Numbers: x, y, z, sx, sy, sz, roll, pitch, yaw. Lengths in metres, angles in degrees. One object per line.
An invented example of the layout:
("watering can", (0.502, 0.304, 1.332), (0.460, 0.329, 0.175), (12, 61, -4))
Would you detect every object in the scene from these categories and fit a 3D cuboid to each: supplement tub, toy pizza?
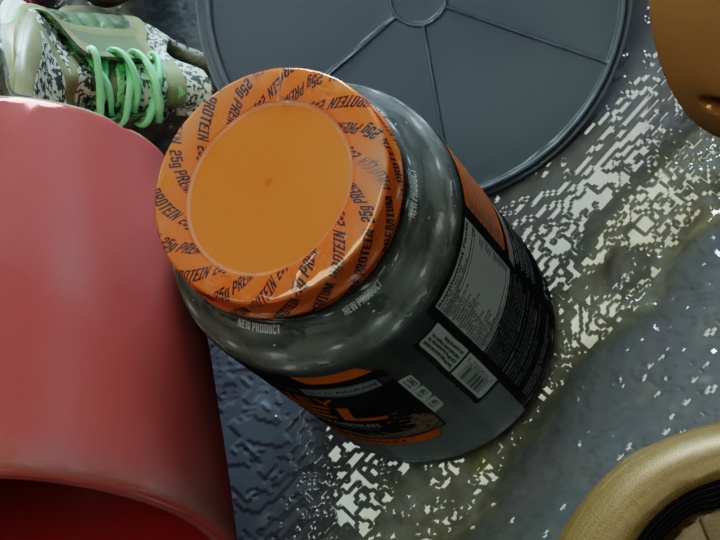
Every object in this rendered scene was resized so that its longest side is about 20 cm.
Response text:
("supplement tub", (0.000, 0.000, 0.816), (0.122, 0.200, 0.123), (-8, 68, 19))
("toy pizza", (0.024, -0.127, 0.893), (0.200, 0.032, 0.201), (-1, 107, -5))

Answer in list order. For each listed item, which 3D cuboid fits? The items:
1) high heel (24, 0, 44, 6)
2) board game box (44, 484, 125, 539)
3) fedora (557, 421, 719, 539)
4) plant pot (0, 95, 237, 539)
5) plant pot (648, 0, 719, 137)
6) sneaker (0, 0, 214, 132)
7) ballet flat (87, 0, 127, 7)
("high heel", (-0.189, -0.119, 0.995), (0.067, 0.096, 0.200), (1, 71, 22))
("board game box", (-0.204, 0.119, 0.935), (0.200, 0.057, 0.165), (33, 87, 28))
("fedora", (0.162, 0.156, 0.754), (0.200, 0.082, 0.201), (-8, 60, 14))
("plant pot", (-0.149, 0.038, 0.812), (0.200, 0.200, 0.178), (-11, 62, 18))
("plant pot", (0.210, -0.120, 0.795), (0.140, 0.200, 0.200), (6, 72, 40))
("sneaker", (-0.116, -0.091, 0.916), (0.088, 0.200, 0.077), (2, 104, 8))
("ballet flat", (-0.125, -0.202, 1.007), (0.068, 0.068, 0.200), (-9, 44, 30))
